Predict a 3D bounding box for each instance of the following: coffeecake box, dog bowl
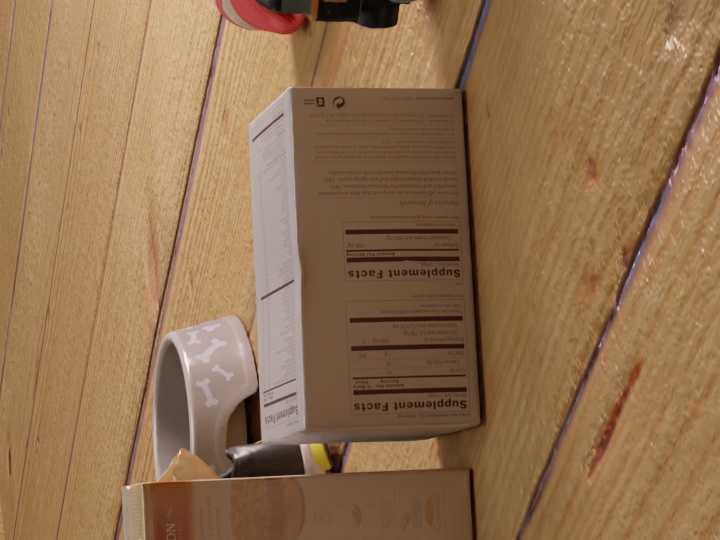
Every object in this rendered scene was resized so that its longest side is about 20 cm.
[{"bbox_3d":[-0.035,0.198,1.442,0.073,0.198,0.155,156,112,-73],"label":"coffeecake box"},{"bbox_3d":[-0.132,0.139,2.058,0.200,0.058,0.202,179,90,-74],"label":"dog bowl"}]

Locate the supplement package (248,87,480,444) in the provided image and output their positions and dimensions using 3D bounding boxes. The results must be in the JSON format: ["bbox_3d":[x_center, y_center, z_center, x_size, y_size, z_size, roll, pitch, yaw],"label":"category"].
[{"bbox_3d":[0.000,0.000,1.467,0.114,0.109,0.202,154,114,-73],"label":"supplement package"}]

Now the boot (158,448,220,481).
[{"bbox_3d":[-0.069,0.187,1.665,0.200,0.066,0.176,41,137,34],"label":"boot"}]

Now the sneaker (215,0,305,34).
[{"bbox_3d":[-0.086,-0.259,1.784,0.087,0.074,0.201,35,154,56],"label":"sneaker"}]

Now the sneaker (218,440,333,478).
[{"bbox_3d":[-0.077,0.181,1.807,0.201,0.084,0.075,107,158,-45],"label":"sneaker"}]

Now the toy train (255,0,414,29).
[{"bbox_3d":[-0.007,-0.240,1.466,0.085,0.113,0.201,-119,32,-59],"label":"toy train"}]
